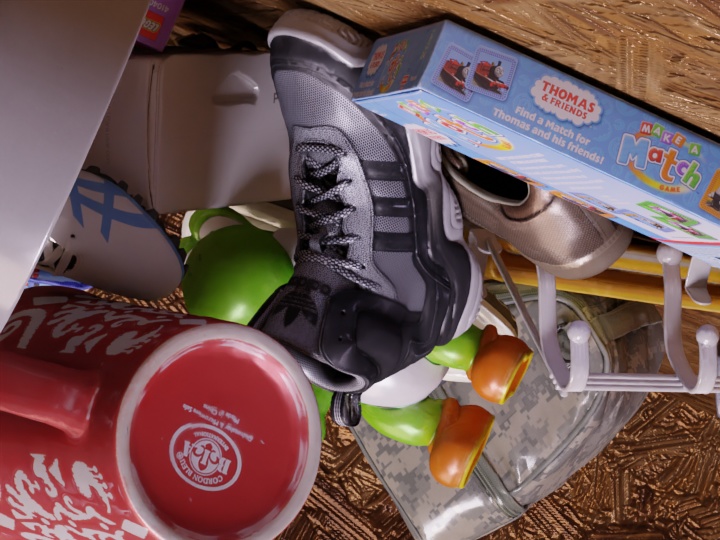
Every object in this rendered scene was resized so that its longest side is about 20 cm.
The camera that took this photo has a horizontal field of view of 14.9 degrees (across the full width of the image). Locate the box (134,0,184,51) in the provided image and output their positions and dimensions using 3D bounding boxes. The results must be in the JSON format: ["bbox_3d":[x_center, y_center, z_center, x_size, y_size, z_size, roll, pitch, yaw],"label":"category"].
[{"bbox_3d":[-0.199,-0.170,1.395,0.199,0.039,0.137,24,178,-24],"label":"box"}]

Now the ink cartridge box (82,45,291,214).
[{"bbox_3d":[-0.149,-0.079,1.474,0.199,0.083,0.146,5,-173,31],"label":"ink cartridge box"}]

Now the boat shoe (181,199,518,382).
[{"bbox_3d":[0.001,-0.002,1.542,0.201,0.072,0.060,24,-146,4],"label":"boat shoe"}]

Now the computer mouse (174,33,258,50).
[{"bbox_3d":[-0.019,-0.081,1.602,0.199,0.044,0.109,25,176,-29],"label":"computer mouse"}]

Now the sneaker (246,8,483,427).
[{"bbox_3d":[-0.012,-0.018,1.306,0.075,0.114,0.201,10,137,40],"label":"sneaker"}]

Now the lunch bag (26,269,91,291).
[{"bbox_3d":[-0.214,-0.080,1.664,0.093,0.202,0.151,-1,175,-11],"label":"lunch bag"}]

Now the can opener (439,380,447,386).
[{"bbox_3d":[-0.007,0.025,1.641,0.053,0.067,0.200,-20,-142,-17],"label":"can opener"}]

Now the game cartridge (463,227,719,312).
[{"bbox_3d":[0.105,-0.012,1.625,0.175,0.033,0.200,8,-177,-27],"label":"game cartridge"}]

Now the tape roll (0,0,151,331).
[{"bbox_3d":[-0.155,-0.071,1.234,0.066,0.201,0.200,25,177,-9],"label":"tape roll"}]

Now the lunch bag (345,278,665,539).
[{"bbox_3d":[0.098,0.071,1.696,0.140,0.167,0.200,60,-164,6],"label":"lunch bag"}]

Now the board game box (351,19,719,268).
[{"bbox_3d":[0.104,-0.050,1.205,0.199,0.037,0.151,23,177,-11],"label":"board game box"}]

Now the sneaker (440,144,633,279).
[{"bbox_3d":[0.055,-0.059,1.369,0.199,0.071,0.076,22,154,48],"label":"sneaker"}]

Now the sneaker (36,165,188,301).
[{"bbox_3d":[-0.181,-0.029,1.358,0.199,0.073,0.072,26,144,-7],"label":"sneaker"}]

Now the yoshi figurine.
[{"bbox_3d":[-0.017,0.034,1.445,0.199,0.113,0.112,29,156,8],"label":"yoshi figurine"}]

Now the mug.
[{"bbox_3d":[-0.130,0.081,1.317,0.177,0.135,0.200,-11,-173,-30],"label":"mug"}]

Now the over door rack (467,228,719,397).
[{"bbox_3d":[0.146,0.009,1.412,0.147,0.067,0.200,3,-164,-14],"label":"over door rack"}]

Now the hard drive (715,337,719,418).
[{"bbox_3d":[0.262,0.063,1.515,0.134,0.043,0.200,22,-164,12],"label":"hard drive"}]
